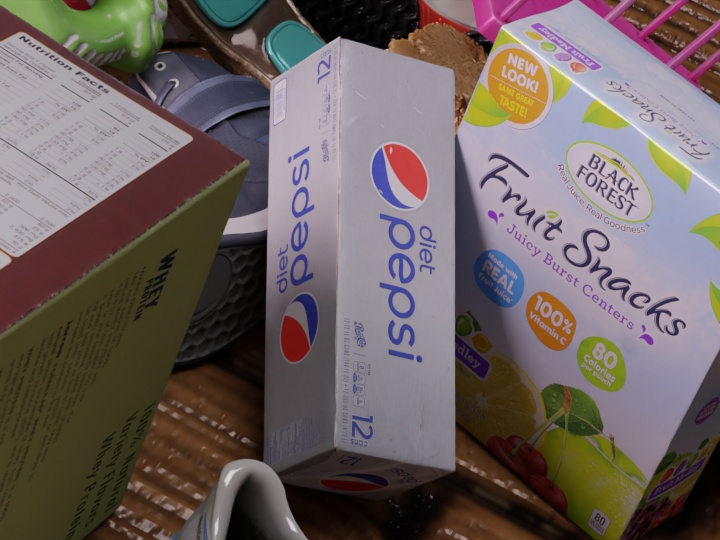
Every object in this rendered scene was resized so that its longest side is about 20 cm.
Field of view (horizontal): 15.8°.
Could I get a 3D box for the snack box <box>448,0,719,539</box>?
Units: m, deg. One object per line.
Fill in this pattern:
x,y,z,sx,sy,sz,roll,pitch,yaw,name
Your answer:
0.109,0.003,1.214,0.169,0.200,0.068,39,37,24,snack box

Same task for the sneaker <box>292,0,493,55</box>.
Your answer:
0.032,-0.156,1.493,0.200,0.070,0.093,31,28,-10,sneaker

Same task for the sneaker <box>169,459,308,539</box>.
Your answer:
-0.029,0.157,1.030,0.075,0.087,0.200,-1,42,-32,sneaker

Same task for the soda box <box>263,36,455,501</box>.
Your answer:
0.000,0.000,1.187,0.068,0.063,0.200,13,66,-32,soda box

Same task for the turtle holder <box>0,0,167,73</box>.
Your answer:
-0.166,-0.189,1.257,0.185,0.141,0.132,32,34,16,turtle holder

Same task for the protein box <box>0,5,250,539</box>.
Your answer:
-0.174,0.034,1.012,0.135,0.199,0.200,32,35,13,protein box

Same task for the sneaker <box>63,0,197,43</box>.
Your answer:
-0.131,-0.175,1.394,0.200,0.113,0.071,-15,49,-42,sneaker

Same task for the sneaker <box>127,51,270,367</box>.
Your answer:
-0.093,-0.033,1.261,0.146,0.077,0.202,37,42,29,sneaker

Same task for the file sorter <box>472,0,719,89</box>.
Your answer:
0.172,-0.156,1.468,0.200,0.125,0.139,35,28,-27,file sorter

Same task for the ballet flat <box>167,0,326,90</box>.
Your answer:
-0.064,-0.124,1.359,0.200,0.065,0.071,53,50,-4,ballet flat

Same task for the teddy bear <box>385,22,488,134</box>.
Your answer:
0.084,-0.045,1.396,0.200,0.067,0.145,34,40,4,teddy bear
